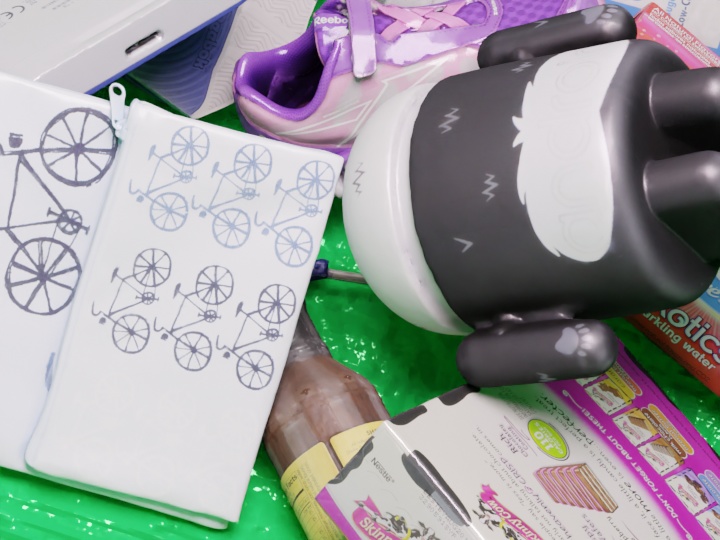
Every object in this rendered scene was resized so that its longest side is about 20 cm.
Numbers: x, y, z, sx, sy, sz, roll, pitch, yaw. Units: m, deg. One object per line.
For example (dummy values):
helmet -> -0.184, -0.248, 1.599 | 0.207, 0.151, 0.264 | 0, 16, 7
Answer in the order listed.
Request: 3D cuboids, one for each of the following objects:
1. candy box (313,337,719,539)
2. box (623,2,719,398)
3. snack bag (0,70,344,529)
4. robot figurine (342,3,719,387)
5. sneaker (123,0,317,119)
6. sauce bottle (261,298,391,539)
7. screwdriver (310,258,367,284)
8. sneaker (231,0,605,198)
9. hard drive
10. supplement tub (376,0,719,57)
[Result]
candy box -> 0.090, 0.112, 1.241 | 0.136, 0.061, 0.200 | 50, 33, 15
box -> 0.178, -0.022, 1.339 | 0.200, 0.100, 0.095 | 39, 41, -1
snack bag -> -0.127, 0.008, 1.243 | 0.200, 0.021, 0.189 | 16, 100, -8
robot figurine -> 0.089, -0.035, 1.225 | 0.150, 0.200, 0.125 | -50, 124, -52
sneaker -> -0.051, -0.169, 1.407 | 0.081, 0.115, 0.199 | 40, 90, -15
sauce bottle -> -0.005, 0.093, 1.273 | 0.065, 0.065, 0.200 | -17, 66, -23
screwdriver -> 0.000, 0.000, 1.350 | 0.200, 0.028, 0.029 | 4, 87, -9
sneaker -> 0.021, -0.102, 1.323 | 0.200, 0.088, 0.080 | -23, 39, 18
hard drive -> -0.165, -0.144, 1.334 | 0.132, 0.025, 0.200 | -34, 41, -26
supplement tub -> 0.115, -0.156, 1.415 | 0.200, 0.132, 0.132 | 13, 57, -6
